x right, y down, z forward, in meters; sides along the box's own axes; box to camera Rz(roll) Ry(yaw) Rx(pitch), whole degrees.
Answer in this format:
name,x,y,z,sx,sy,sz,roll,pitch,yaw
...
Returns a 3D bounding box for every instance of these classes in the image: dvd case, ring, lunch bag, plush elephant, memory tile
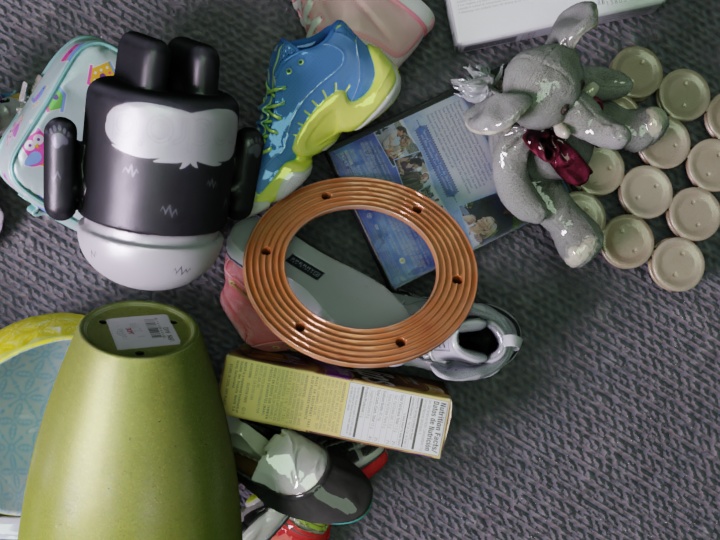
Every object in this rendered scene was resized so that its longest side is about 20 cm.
name,x,y,z,sx,sy,sz,roll,pitch,yaw
dvd case,0.084,-0.088,1.015,0.199,0.018,0.144,-26,87,-10
ring,0.000,0.000,0.933,0.198,0.019,0.202,3,52,-4
lunch bag,-0.212,-0.099,0.969,0.199,0.077,0.161,34,90,-33
plush elephant,0.168,-0.130,0.933,0.199,0.155,0.165,38,83,4
memory tile,0.271,-0.095,1.020,0.152,0.017,0.202,23,83,0

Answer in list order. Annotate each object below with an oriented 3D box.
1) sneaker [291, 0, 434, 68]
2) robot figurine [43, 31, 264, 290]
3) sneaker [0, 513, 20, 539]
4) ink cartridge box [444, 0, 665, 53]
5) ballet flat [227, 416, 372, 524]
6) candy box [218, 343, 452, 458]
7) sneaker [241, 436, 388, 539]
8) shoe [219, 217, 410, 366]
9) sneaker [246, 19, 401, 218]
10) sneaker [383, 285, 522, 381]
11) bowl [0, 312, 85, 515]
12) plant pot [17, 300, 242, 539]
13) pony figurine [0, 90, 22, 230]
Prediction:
name,x,y,z,sx,sy,sz,roll,pitch,yaw
sneaker,-0.039,-0.244,1.009,0.199,0.075,0.105,34,85,-3
robot figurine,-0.163,-0.085,0.883,0.149,0.125,0.202,10,105,6
sneaker,-0.301,0.258,1.010,0.198,0.073,0.072,4,86,1
ink cartridge box,0.168,-0.309,1.023,0.198,0.044,0.175,-11,89,1
ballet flat,-0.080,0.165,0.960,0.199,0.069,0.068,13,59,37
candy box,-0.021,0.113,0.985,0.198,0.117,0.057,12,91,1
sneaker,-0.050,0.225,1.018,0.199,0.077,0.085,-38,109,1
shoe,-0.041,0.041,0.974,0.199,0.071,0.092,33,134,18
sneaker,-0.065,-0.139,0.960,0.200,0.076,0.105,-41,111,-1
sneaker,0.050,0.054,0.985,0.198,0.115,0.076,5,89,1
bowl,-0.280,0.107,0.983,0.200,0.200,0.108,-39,46,0
plant pot,-0.179,0.133,0.881,0.185,0.187,0.202,8,114,1
pony figurine,-0.375,-0.096,0.974,0.193,0.200,0.167,-38,94,16
